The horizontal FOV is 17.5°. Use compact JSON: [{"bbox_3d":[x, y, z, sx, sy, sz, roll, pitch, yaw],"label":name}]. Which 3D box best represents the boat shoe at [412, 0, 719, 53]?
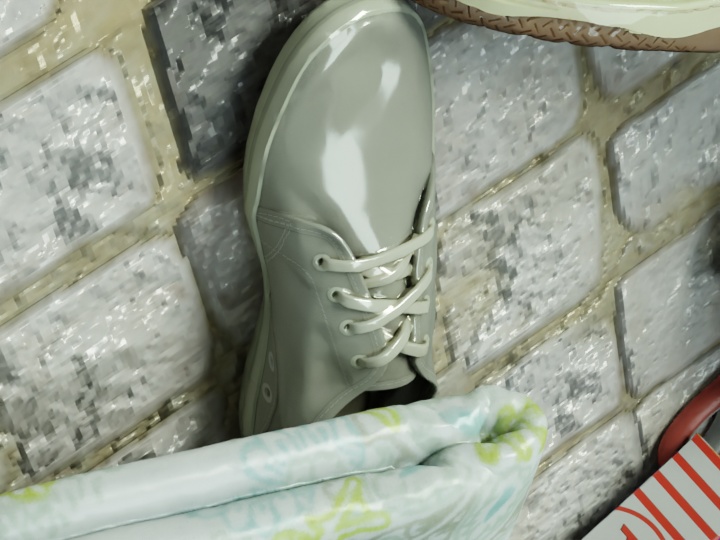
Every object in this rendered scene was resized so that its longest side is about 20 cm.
[{"bbox_3d":[0.108,-0.111,0.744,0.201,0.075,0.075,1,106,-22],"label":"boat shoe"}]

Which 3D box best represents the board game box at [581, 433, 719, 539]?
[{"bbox_3d":[0.137,0.175,1.049,0.151,0.046,0.200,-42,143,1],"label":"board game box"}]

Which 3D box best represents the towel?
[{"bbox_3d":[-0.046,0.116,0.766,0.199,0.048,0.172,-11,148,-22],"label":"towel"}]

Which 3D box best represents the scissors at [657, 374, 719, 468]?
[{"bbox_3d":[0.185,0.012,0.992,0.073,0.014,0.201,5,118,-43],"label":"scissors"}]

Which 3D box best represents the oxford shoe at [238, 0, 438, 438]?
[{"bbox_3d":[0.000,0.000,0.763,0.075,0.058,0.201,-18,133,-30],"label":"oxford shoe"}]
